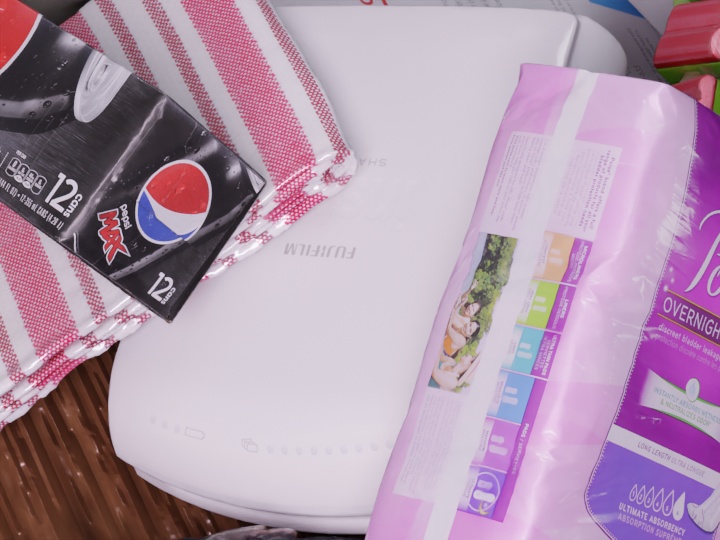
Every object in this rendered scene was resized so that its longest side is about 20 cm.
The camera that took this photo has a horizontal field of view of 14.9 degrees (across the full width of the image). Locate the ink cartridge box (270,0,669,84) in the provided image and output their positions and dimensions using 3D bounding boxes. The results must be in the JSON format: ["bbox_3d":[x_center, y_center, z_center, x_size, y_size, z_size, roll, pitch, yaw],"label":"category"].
[{"bbox_3d":[0.044,-0.076,1.189,0.200,0.067,0.116,-4,45,-22],"label":"ink cartridge box"}]

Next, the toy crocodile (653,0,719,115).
[{"bbox_3d":[0.139,-0.077,1.058,0.062,0.067,0.200,37,59,-34],"label":"toy crocodile"}]

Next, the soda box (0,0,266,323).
[{"bbox_3d":[-0.127,-0.061,0.997,0.200,0.071,0.063,33,85,41],"label":"soda box"}]

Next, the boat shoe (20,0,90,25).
[{"bbox_3d":[-0.193,-0.089,1.125,0.202,0.060,0.072,-23,36,-23],"label":"boat shoe"}]

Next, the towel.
[{"bbox_3d":[-0.104,-0.030,1.033,0.200,0.030,0.146,-34,50,8],"label":"towel"}]

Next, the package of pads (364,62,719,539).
[{"bbox_3d":[0.079,0.042,0.917,0.076,0.200,0.120,11,-11,41],"label":"package of pads"}]

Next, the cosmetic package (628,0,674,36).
[{"bbox_3d":[0.191,-0.089,1.186,0.200,0.051,0.083,44,29,-19],"label":"cosmetic package"}]

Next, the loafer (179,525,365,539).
[{"bbox_3d":[-0.079,0.118,0.935,0.200,0.072,0.063,-14,45,-26],"label":"loafer"}]

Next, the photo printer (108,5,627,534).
[{"bbox_3d":[0.000,0.000,1.013,0.166,0.069,0.200,4,65,28],"label":"photo printer"}]
